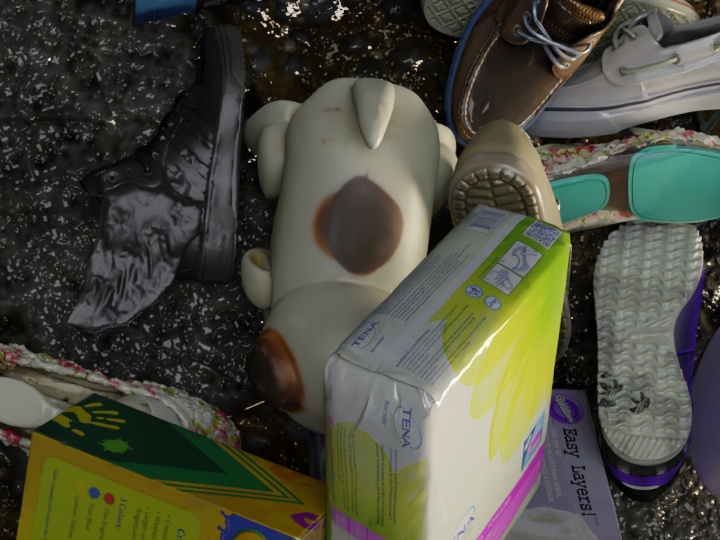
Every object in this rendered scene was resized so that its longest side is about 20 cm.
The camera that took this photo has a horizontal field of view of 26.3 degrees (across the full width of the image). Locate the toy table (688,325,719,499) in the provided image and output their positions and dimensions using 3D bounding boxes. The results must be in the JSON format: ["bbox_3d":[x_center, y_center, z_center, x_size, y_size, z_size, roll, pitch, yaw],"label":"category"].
[{"bbox_3d":[0.292,0.103,0.960,0.117,0.200,0.184,33,122,-12],"label":"toy table"}]

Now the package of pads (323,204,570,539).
[{"bbox_3d":[0.043,0.085,0.818,0.068,0.201,0.154,22,44,25],"label":"package of pads"}]

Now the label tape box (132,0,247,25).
[{"bbox_3d":[-0.049,-0.217,0.957,0.199,0.144,0.064,-12,86,-10],"label":"label tape box"}]

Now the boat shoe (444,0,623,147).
[{"bbox_3d":[0.117,-0.160,0.945,0.072,0.072,0.201,28,98,-12],"label":"boat shoe"}]

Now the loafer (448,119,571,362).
[{"bbox_3d":[0.097,-0.013,0.952,0.075,0.201,0.069,6,51,13],"label":"loafer"}]

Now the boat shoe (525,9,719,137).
[{"bbox_3d":[0.191,-0.136,0.994,0.199,0.074,0.067,-9,114,14],"label":"boat shoe"}]

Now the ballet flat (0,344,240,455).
[{"bbox_3d":[-0.170,0.094,0.937,0.199,0.064,0.076,14,86,-8],"label":"ballet flat"}]

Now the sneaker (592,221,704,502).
[{"bbox_3d":[0.184,0.061,1.002,0.069,0.100,0.201,4,52,14],"label":"sneaker"}]

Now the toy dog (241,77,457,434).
[{"bbox_3d":[0.000,0.000,0.922,0.139,0.194,0.201,11,73,-17],"label":"toy dog"}]

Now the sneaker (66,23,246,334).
[{"bbox_3d":[-0.128,-0.060,0.970,0.103,0.060,0.201,3,84,-10],"label":"sneaker"}]

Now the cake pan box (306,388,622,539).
[{"bbox_3d":[0.063,0.152,0.933,0.183,0.053,0.201,4,44,-9],"label":"cake pan box"}]

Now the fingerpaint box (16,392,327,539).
[{"bbox_3d":[-0.111,0.194,0.871,0.166,0.073,0.201,18,110,17],"label":"fingerpaint box"}]

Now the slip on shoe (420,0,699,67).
[{"bbox_3d":[0.135,-0.180,1.024,0.199,0.074,0.061,9,50,-13],"label":"slip on shoe"}]

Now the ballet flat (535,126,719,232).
[{"bbox_3d":[0.163,-0.065,1.007,0.198,0.064,0.076,-6,129,-5],"label":"ballet flat"}]

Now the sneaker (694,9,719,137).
[{"bbox_3d":[0.292,-0.087,1.045,0.087,0.076,0.201,-8,75,-39],"label":"sneaker"}]
